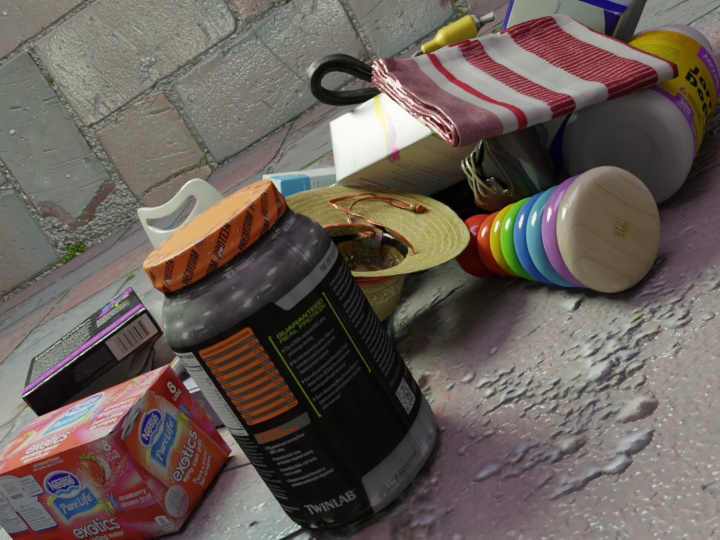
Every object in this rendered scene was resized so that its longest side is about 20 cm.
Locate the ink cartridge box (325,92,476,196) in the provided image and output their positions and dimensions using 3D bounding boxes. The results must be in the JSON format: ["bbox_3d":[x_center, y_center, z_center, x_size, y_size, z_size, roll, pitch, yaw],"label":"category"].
[{"bbox_3d":[0.051,-0.123,0.780,0.198,0.069,0.116,-21,-21,39],"label":"ink cartridge box"}]

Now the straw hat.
[{"bbox_3d":[0.000,0.000,0.696,0.196,0.087,0.202,2,25,-1],"label":"straw hat"}]

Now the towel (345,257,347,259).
[{"bbox_3d":[-0.090,-0.006,0.854,0.197,0.049,0.171,-26,4,3],"label":"towel"}]

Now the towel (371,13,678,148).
[{"bbox_3d":[0.122,-0.154,0.627,0.196,0.023,0.144,-19,38,-18],"label":"towel"}]

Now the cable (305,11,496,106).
[{"bbox_3d":[0.043,-0.188,0.792,0.196,0.098,0.051,-12,44,-7],"label":"cable"}]

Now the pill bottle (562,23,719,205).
[{"bbox_3d":[0.251,-0.143,0.702,0.103,0.105,0.200,-16,24,42],"label":"pill bottle"}]

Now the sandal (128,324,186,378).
[{"bbox_3d":[-0.217,0.098,0.868,0.079,0.059,0.206,-50,6,-30],"label":"sandal"}]

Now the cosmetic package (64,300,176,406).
[{"bbox_3d":[-0.275,0.127,0.928,0.201,0.050,0.084,-53,-14,-50],"label":"cosmetic package"}]

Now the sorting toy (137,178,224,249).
[{"bbox_3d":[-0.202,-0.021,1.046,0.197,0.182,0.107,-22,19,32],"label":"sorting toy"}]

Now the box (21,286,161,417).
[{"bbox_3d":[-0.290,0.081,0.875,0.142,0.036,0.199,-38,17,-13],"label":"box"}]

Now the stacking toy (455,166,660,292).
[{"bbox_3d":[0.139,-0.024,0.641,0.085,0.086,0.199,-38,11,-19],"label":"stacking toy"}]

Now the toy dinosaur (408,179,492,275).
[{"bbox_3d":[0.118,-0.074,0.829,0.200,0.048,0.088,-45,31,-18],"label":"toy dinosaur"}]

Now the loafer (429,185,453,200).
[{"bbox_3d":[0.114,-0.098,0.924,0.071,0.063,0.201,24,68,39],"label":"loafer"}]

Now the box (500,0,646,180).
[{"bbox_3d":[0.211,-0.223,0.833,0.103,0.186,0.200,25,42,15],"label":"box"}]

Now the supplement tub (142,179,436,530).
[{"bbox_3d":[-0.045,0.053,0.522,0.121,0.202,0.123,-28,17,9],"label":"supplement tub"}]

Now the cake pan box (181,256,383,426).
[{"bbox_3d":[-0.071,0.065,0.798,0.197,0.053,0.185,-22,22,32],"label":"cake pan box"}]

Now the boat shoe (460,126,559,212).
[{"bbox_3d":[0.126,-0.079,0.692,0.072,0.076,0.199,-21,-19,17],"label":"boat shoe"}]

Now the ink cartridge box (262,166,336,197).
[{"bbox_3d":[-0.020,-0.100,1.062,0.196,0.068,0.116,-9,11,-16],"label":"ink cartridge box"}]

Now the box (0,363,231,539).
[{"bbox_3d":[-0.222,0.169,0.695,0.197,0.101,0.096,-23,19,31],"label":"box"}]

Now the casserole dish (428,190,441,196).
[{"bbox_3d":[0.051,-0.124,0.920,0.198,0.039,0.122,-14,36,45],"label":"casserole dish"}]
